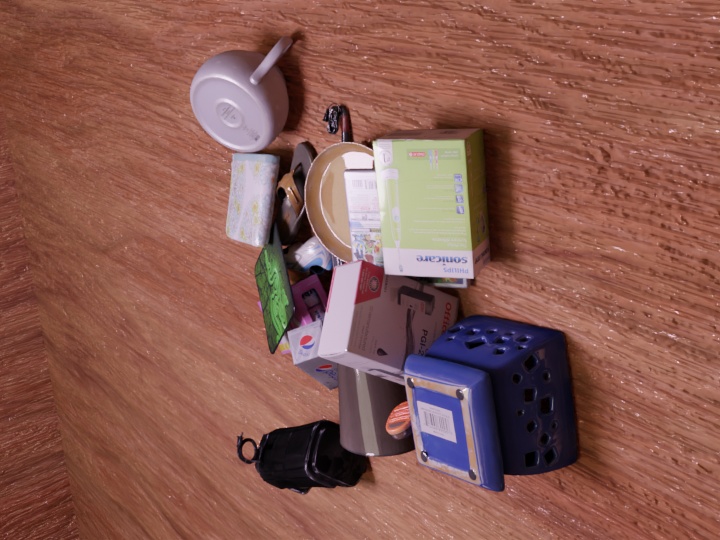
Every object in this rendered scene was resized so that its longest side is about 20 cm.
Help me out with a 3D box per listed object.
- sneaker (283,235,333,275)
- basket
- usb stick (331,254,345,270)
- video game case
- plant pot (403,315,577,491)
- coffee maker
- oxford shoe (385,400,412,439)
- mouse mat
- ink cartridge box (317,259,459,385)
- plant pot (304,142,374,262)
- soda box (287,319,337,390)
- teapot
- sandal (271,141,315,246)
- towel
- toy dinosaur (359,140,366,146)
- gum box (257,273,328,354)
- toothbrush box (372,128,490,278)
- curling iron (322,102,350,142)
[{"bbox_3d":[-0.108,-0.019,1.844,0.199,0.071,0.073,-12,107,61],"label":"sneaker"},{"bbox_3d":[0.024,0.189,1.658,0.180,0.134,0.204,14,112,63],"label":"basket"},{"bbox_3d":[-0.035,-0.024,1.744,0.055,0.032,0.204,-166,68,-74],"label":"usb stick"},{"bbox_3d":[0.072,-0.067,1.525,0.196,0.022,0.186,3,108,27],"label":"video game case"},{"bbox_3d":[0.178,0.195,1.423,0.198,0.178,0.204,8,112,53],"label":"plant pot"},{"bbox_3d":[-0.114,0.367,1.916,0.199,0.189,0.138,-23,69,54],"label":"coffee maker"},{"bbox_3d":[0.108,0.228,1.534,0.070,0.199,0.074,-17,95,36],"label":"oxford shoe"},{"bbox_3d":[-0.162,0.033,1.833,0.162,0.007,0.203,120,141,-49],"label":"mouse mat"},{"bbox_3d":[0.047,0.087,1.510,0.084,0.198,0.149,-13,61,53],"label":"ink cartridge box"},{"bbox_3d":[-0.005,-0.109,1.594,0.197,0.027,0.204,13,113,33],"label":"plant pot"},{"bbox_3d":[-0.060,0.152,1.741,0.200,0.067,0.065,47,-155,-64],"label":"soda box"},{"bbox_3d":[-0.202,-0.327,1.784,0.197,0.147,0.200,11,139,26],"label":"teapot"},{"bbox_3d":[-0.130,-0.137,1.811,0.082,0.054,0.202,45,123,36],"label":"sandal"},{"bbox_3d":[-0.208,-0.140,1.899,0.199,0.047,0.175,-164,78,-65],"label":"towel"},{"bbox_3d":[0.031,-0.122,1.603,0.201,0.057,0.102,52,140,28],"label":"toy dinosaur"},{"bbox_3d":[-0.115,0.084,1.862,0.115,0.065,0.199,64,155,-2],"label":"gum box"},{"bbox_3d":[0.105,-0.099,1.433,0.143,0.086,0.204,2,108,26],"label":"toothbrush box"},{"bbox_3d":[-0.029,-0.185,1.689,0.049,0.025,0.204,2,105,48],"label":"curling iron"}]
